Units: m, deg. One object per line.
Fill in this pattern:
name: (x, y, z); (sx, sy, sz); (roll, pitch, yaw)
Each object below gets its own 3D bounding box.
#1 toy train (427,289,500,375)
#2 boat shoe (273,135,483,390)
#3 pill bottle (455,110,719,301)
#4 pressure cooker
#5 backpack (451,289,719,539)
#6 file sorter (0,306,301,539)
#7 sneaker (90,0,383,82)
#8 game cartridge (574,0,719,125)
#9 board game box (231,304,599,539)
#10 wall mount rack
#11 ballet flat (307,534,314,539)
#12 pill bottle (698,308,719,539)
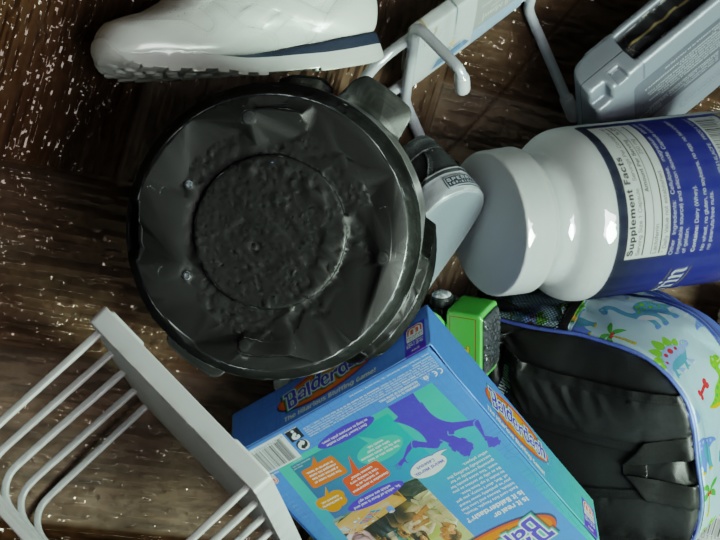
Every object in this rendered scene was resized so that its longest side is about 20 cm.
toy train: (0.067, 0.106, 1.608); (0.042, 0.056, 0.200); (-43, 137, -56)
boat shoe: (-0.002, 0.000, 1.575); (0.074, 0.068, 0.200); (2, 130, -47)
pill bottle: (0.167, -0.041, 1.593); (0.200, 0.116, 0.116); (-7, 110, -28)
pressure cooker: (-0.044, -0.028, 1.455); (0.175, 0.200, 0.179); (-10, 92, 3)
backpack: (0.168, 0.094, 1.647); (0.147, 0.200, 0.183); (-32, 123, -46)
file sorter: (-0.133, 0.134, 1.433); (0.125, 0.139, 0.200); (-43, 166, -8)
sneaker: (-0.077, -0.157, 1.473); (0.200, 0.076, 0.081); (-10, 99, -37)
game cartridge: (0.226, -0.158, 1.658); (0.200, 0.040, 0.133); (-39, 155, -10)
board game box: (0.036, 0.132, 1.548); (0.152, 0.045, 0.200); (-29, 121, 18)
wall mount rack: (0.087, -0.132, 1.594); (0.200, 0.075, 0.174); (-37, 161, -18)
ballet flat: (0.004, 0.168, 1.642); (0.071, 0.071, 0.200); (-1, 107, -35)
pill bottle: (0.285, 0.121, 1.795); (0.113, 0.113, 0.200); (7, 102, -37)
